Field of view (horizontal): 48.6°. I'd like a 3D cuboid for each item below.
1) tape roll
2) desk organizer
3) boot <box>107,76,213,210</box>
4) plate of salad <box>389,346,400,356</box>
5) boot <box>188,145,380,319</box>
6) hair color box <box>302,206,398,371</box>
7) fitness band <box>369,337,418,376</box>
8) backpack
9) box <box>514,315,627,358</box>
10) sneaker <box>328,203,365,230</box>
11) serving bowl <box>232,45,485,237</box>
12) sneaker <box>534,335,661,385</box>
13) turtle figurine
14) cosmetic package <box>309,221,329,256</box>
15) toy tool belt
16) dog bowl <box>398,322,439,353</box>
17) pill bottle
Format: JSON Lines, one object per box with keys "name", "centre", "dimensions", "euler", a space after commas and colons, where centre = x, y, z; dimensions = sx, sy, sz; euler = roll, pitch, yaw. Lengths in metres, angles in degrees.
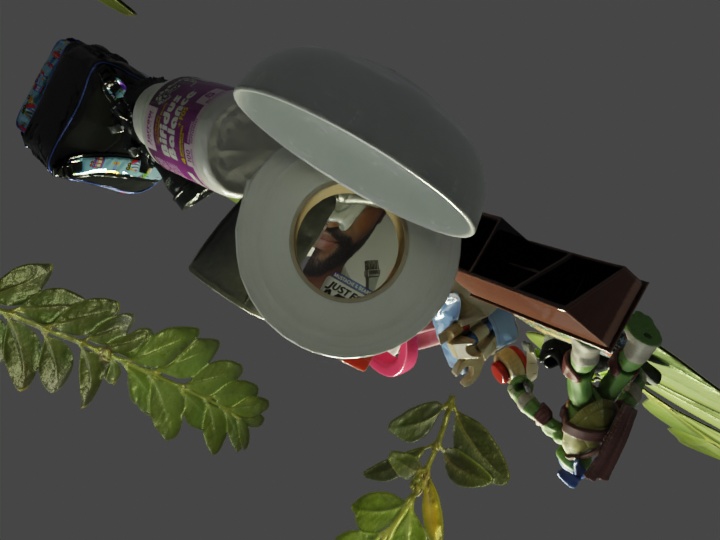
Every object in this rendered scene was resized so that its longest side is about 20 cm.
{"name": "tape roll", "centre": [-0.012, -0.025, 0.717], "dimensions": [0.201, 0.204, 0.071], "euler": [29, 177, -1]}
{"name": "desk organizer", "centre": [0.160, 0.002, 0.758], "dimensions": [0.077, 0.072, 0.199], "euler": [35, 174, -33]}
{"name": "boot", "centre": [-0.227, -0.183, 1.062], "dimensions": [0.073, 0.198, 0.163], "euler": [-34, 95, 40]}
{"name": "plate of salad", "centre": [0.006, 0.034, 1.151], "dimensions": [0.048, 0.203, 0.199], "euler": [-19, -152, -33]}
{"name": "boot", "centre": [-0.049, -0.038, 0.803], "dimensions": [0.180, 0.202, 0.073], "euler": [30, 176, -12]}
{"name": "hair color box", "centre": [0.000, 0.000, 0.934], "dimensions": [0.110, 0.202, 0.064], "euler": [26, 175, 32]}
{"name": "fitness band", "centre": [0.015, 0.047, 1.073], "dimensions": [0.201, 0.037, 0.144], "euler": [55, 147, 24]}
{"name": "backpack", "centre": [-0.352, -0.210, 1.132], "dimensions": [0.134, 0.184, 0.199], "euler": [36, -168, 31]}
{"name": "box", "centre": [0.250, 0.056, 1.016], "dimensions": [0.136, 0.038, 0.200], "euler": [32, 176, -21]}
{"name": "sneaker", "centre": [-0.057, -0.105, 0.928], "dimensions": [0.075, 0.082, 0.199], "euler": [30, 178, -40]}
{"name": "serving bowl", "centre": [0.009, -0.101, 0.576], "dimensions": [0.198, 0.066, 0.200], "euler": [29, 176, 2]}
{"name": "sneaker", "centre": [0.332, 0.138, 1.131], "dimensions": [0.071, 0.084, 0.199], "euler": [31, 176, -36]}
{"name": "turtle figurine", "centre": [0.245, 0.114, 0.887], "dimensions": [0.142, 0.200, 0.196], "euler": [21, 132, 15]}
{"name": "cosmetic package", "centre": [-0.063, -0.079, 1.106], "dimensions": [0.090, 0.108, 0.200], "euler": [31, 174, -17]}
{"name": "toy tool belt", "centre": [0.131, 0.077, 1.011], "dimensions": [0.202, 0.122, 0.125], "euler": [67, 164, -17]}
{"name": "dog bowl", "centre": [0.097, 0.073, 1.244], "dimensions": [0.197, 0.075, 0.200], "euler": [-14, 166, -3]}
{"name": "pill bottle", "centre": [-0.179, -0.157, 0.900], "dimensions": [0.199, 0.113, 0.112], "euler": [24, 174, 46]}
